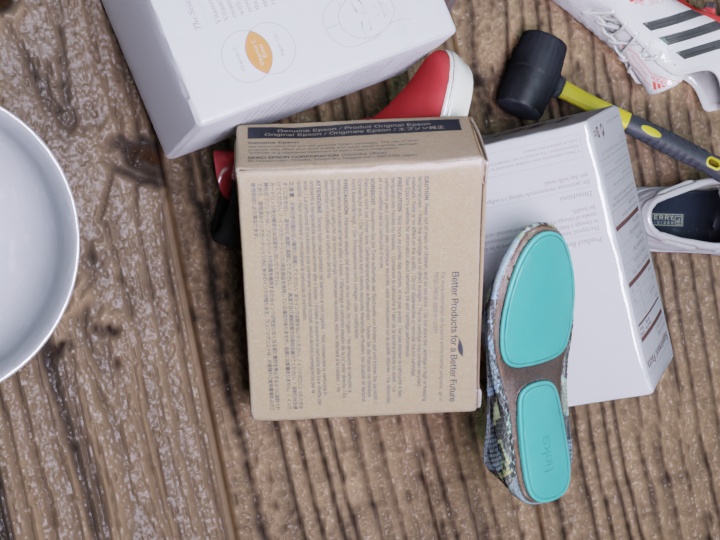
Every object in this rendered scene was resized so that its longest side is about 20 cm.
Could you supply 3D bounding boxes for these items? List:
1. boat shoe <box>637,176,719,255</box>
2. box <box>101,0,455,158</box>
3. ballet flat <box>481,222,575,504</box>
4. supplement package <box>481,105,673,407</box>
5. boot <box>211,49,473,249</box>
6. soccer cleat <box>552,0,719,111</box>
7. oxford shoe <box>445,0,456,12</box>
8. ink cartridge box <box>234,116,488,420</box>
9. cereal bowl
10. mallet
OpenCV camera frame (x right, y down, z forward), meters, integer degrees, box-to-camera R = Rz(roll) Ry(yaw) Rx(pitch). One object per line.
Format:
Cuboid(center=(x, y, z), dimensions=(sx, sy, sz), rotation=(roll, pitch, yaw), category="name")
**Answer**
Cuboid(center=(0.301, -0.042, 1.212), dimensions=(0.199, 0.065, 0.074), rotation=(-9, 94, -22), category="boat shoe")
Cuboid(center=(-0.063, -0.188, 1.023), dimensions=(0.199, 0.106, 0.153), rotation=(-22, 90, -20), category="box")
Cuboid(center=(0.109, 0.062, 1.032), dimensions=(0.074, 0.074, 0.201), rotation=(-5, 103, -23), category="ballet flat")
Cuboid(center=(0.148, -0.008, 1.099), dimensions=(0.116, 0.117, 0.201), rotation=(-11, 98, 22), category="supplement package")
Cuboid(center=(-0.020, -0.085, 1.045), dimensions=(0.144, 0.073, 0.201), rotation=(25, 109, -19), category="boot")
Cuboid(center=(0.224, -0.187, 1.178), dimensions=(0.199, 0.069, 0.086), rotation=(17, 80, -27), category="soccer cleat")
Cuboid(center=(0.102, -0.256, 1.108), dimensions=(0.073, 0.071, 0.201), rotation=(31, 90, -5), category="oxford shoe")
Cuboid(center=(0.000, 0.000, 1.016), dimensions=(0.164, 0.075, 0.201), rotation=(-2, 120, -3), category="ink cartridge box")
Cuboid(center=(-0.285, -0.017, 0.957), dimensions=(0.199, 0.083, 0.202), rotation=(-1, 91, -22), category="cereal bowl")
Cuboid(center=(0.198, -0.111, 1.164), dimensions=(0.199, 0.041, 0.066), rotation=(32, 80, -9), category="mallet")
